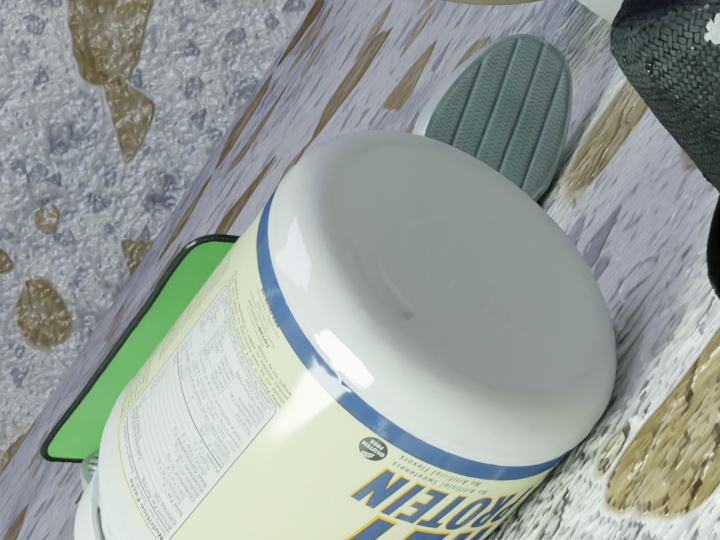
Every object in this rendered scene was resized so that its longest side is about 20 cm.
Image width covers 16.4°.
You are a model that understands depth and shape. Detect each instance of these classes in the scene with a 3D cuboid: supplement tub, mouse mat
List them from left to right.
[{"bbox_3d":[-0.079,0.051,1.443,0.200,0.160,0.008,-50,50,33],"label":"mouse mat"},{"bbox_3d":[-0.012,0.061,0.950,0.200,0.144,0.145,-51,10,36],"label":"supplement tub"}]

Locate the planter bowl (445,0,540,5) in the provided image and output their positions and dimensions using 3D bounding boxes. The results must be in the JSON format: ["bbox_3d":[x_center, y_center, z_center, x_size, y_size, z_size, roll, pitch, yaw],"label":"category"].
[{"bbox_3d":[0.098,-0.229,1.357,0.200,0.134,0.202,-160,90,-84],"label":"planter bowl"}]

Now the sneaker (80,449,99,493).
[{"bbox_3d":[-0.110,0.166,1.384,0.200,0.078,0.080,-120,19,-68],"label":"sneaker"}]

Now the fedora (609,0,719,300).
[{"bbox_3d":[0.139,-0.083,0.790,0.201,0.091,0.201,-55,9,13],"label":"fedora"}]

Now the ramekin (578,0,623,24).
[{"bbox_3d":[0.128,-0.196,0.955,0.094,0.202,0.203,-30,25,46],"label":"ramekin"}]

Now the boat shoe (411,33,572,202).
[{"bbox_3d":[0.038,-0.026,1.226,0.201,0.073,0.067,-61,11,-19],"label":"boat shoe"}]
